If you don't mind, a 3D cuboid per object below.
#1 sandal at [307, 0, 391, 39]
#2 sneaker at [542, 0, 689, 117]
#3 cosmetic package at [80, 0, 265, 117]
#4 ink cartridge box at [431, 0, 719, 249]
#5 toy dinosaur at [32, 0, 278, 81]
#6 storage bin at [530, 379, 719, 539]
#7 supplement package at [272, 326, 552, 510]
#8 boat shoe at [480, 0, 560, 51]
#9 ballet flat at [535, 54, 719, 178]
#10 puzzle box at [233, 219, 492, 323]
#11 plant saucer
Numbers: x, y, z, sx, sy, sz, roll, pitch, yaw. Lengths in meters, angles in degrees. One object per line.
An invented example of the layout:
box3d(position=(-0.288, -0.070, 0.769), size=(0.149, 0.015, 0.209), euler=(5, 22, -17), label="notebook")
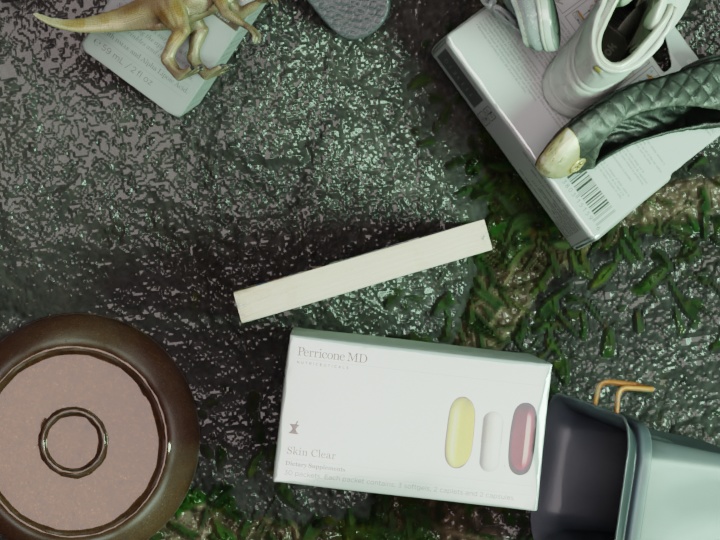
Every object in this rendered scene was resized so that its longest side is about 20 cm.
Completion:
box3d(position=(-0.050, -0.272, 1.437), size=(0.076, 0.043, 0.201), euler=(-32, 97, 9), label="sandal")
box3d(position=(0.225, -0.213, 1.385), size=(0.073, 0.116, 0.201), euler=(35, 71, -5), label="sneaker")
box3d(position=(-0.120, -0.231, 1.395), size=(0.101, 0.074, 0.201), euler=(34, 106, -2), label="cosmetic package")
box3d(position=(0.182, -0.148, 1.442), size=(0.173, 0.044, 0.201), euler=(-37, 91, -20), label="ink cartridge box")
box3d(position=(-0.136, -0.194, 1.351), size=(0.199, 0.058, 0.102), euler=(-25, 84, 5), label="toy dinosaur")
box3d(position=(0.228, 0.163, 1.379), size=(0.133, 0.200, 0.147), euler=(8, 90, -13), label="storage bin")
box3d(position=(0.037, 0.111, 1.383), size=(0.198, 0.156, 0.112), euler=(6, 90, -1), label="supplement package")
box3d(position=(0.104, -0.244, 1.391), size=(0.064, 0.075, 0.203), euler=(-23, 59, 5), label="boat shoe")
box3d(position=(0.223, -0.114, 1.387), size=(0.199, 0.067, 0.057), euler=(-24, 72, -21), label="ballet flat")
box3d(position=(0.000, 0.000, 1.393), size=(0.198, 0.133, 0.026), euler=(-16, 91, -2), label="puzzle box")
box3d(position=(-0.229, 0.136, 1.438), size=(0.198, 0.034, 0.203), euler=(0, 90, -1), label="plant saucer")
